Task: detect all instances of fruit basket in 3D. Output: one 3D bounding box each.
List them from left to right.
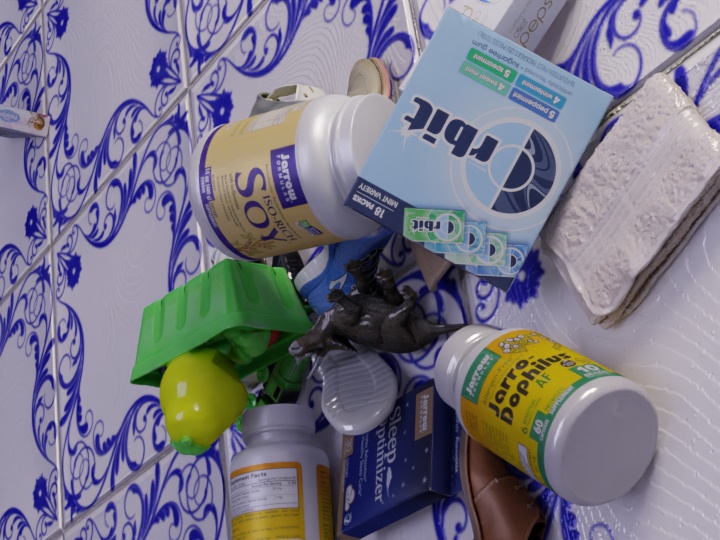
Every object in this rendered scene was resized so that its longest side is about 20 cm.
[{"bbox_3d":[-0.158,0.110,1.538,0.215,0.155,0.217,-10,75,44],"label":"fruit basket"}]

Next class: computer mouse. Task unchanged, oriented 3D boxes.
[{"bbox_3d":[-0.093,-0.034,1.679,0.059,0.034,0.201,107,157,-47],"label":"computer mouse"}]

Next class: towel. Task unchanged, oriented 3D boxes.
[{"bbox_3d":[0.234,-0.059,1.191,0.200,0.034,0.133,-58,40,29],"label":"towel"}]

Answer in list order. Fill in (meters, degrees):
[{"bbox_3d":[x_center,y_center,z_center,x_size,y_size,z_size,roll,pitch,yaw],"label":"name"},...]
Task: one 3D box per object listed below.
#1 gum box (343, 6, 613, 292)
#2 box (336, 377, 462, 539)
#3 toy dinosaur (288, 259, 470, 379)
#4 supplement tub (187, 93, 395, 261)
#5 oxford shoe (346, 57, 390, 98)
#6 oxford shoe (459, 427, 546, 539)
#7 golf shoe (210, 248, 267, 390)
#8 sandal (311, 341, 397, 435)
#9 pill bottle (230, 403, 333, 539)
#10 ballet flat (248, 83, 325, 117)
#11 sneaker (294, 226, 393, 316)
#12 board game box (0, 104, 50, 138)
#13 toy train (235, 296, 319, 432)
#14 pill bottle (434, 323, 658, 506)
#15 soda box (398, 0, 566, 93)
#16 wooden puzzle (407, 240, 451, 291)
[{"bbox_3d":[0.105,-0.108,1.249,0.201,0.169,0.045,-62,0,4],"label":"gum box"},{"bbox_3d":[0.043,0.187,1.390,0.200,0.032,0.122,-35,42,45],"label":"box"},{"bbox_3d":[0.023,0.050,1.428,0.077,0.199,0.103,-76,-21,-45],"label":"toy dinosaur"},{"bbox_3d":[-0.056,-0.094,1.378,0.199,0.145,0.146,-11,71,33],"label":"supplement tub"},{"bbox_3d":[-0.012,-0.171,1.520,0.201,0.074,0.071,-86,17,-44],"label":"oxford shoe"},{"bbox_3d":[0.133,0.214,1.257,0.071,0.071,0.201,-17,60,20],"label":"oxford shoe"},{"bbox_3d":[-0.143,0.042,1.674,0.097,0.078,0.201,-47,45,53],"label":"golf shoe"},{"bbox_3d":[-0.002,0.125,1.458,0.203,0.082,0.050,-111,-1,-65],"label":"sandal"},{"bbox_3d":[-0.087,0.253,1.511,0.111,0.111,0.201,-29,58,49],"label":"pill bottle"},{"bbox_3d":[-0.074,-0.194,1.658,0.200,0.067,0.064,10,83,56],"label":"ballet flat"},{"bbox_3d":[0.000,0.000,1.491,0.089,0.078,0.200,59,147,15],"label":"sneaker"},{"bbox_3d":[-0.685,-0.277,2.469,0.199,0.199,0.041,7,87,56],"label":"board game box"},{"bbox_3d":[-0.092,0.123,1.622,0.056,0.042,0.201,44,117,41],"label":"toy train"},{"bbox_3d":[0.152,0.115,1.194,0.200,0.112,0.113,29,106,56],"label":"pill bottle"},{"bbox_3d":[0.127,-0.231,1.312,0.068,0.064,0.200,35,91,45],"label":"soda box"},{"bbox_3d":[0.098,-0.107,1.402,0.200,0.046,0.186,-58,39,36],"label":"wooden puzzle"}]
